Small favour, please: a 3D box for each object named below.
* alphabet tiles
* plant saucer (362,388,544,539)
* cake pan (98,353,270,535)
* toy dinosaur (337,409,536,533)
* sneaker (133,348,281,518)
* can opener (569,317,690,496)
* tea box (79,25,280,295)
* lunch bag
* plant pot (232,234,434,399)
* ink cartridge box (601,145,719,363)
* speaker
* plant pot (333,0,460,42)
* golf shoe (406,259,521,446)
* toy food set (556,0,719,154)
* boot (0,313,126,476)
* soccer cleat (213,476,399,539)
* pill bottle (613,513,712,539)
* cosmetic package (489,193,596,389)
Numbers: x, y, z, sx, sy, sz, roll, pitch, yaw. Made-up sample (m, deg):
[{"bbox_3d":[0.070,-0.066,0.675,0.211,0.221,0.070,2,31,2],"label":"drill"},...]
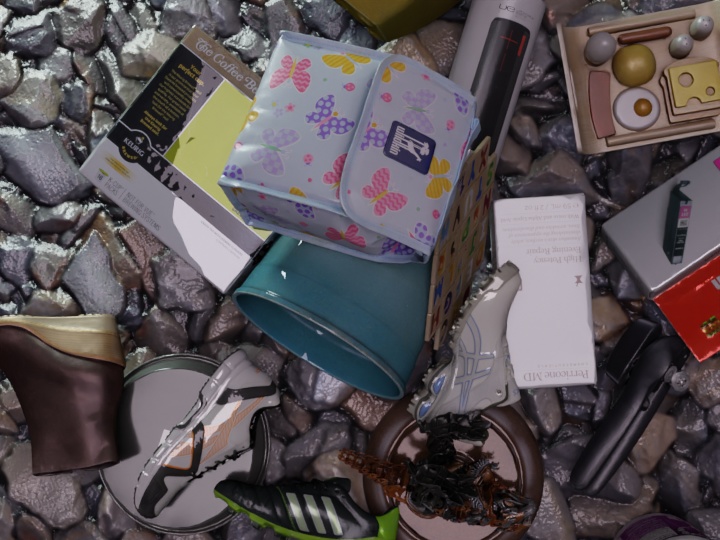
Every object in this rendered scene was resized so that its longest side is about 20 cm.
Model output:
[{"bbox_3d":[0.103,-0.026,1.042,0.006,0.167,0.201,16,125,19],"label":"alphabet tiles"},{"bbox_3d":[0.100,0.225,1.118,0.199,0.032,0.202,0,86,4],"label":"plant saucer"},{"bbox_3d":[-0.199,0.192,1.132,0.199,0.037,0.202,0,87,3],"label":"cake pan"},{"bbox_3d":[0.080,0.219,1.044,0.198,0.136,0.103,-2,53,-10],"label":"toy dinosaur"},{"bbox_3d":[-0.159,0.182,1.075,0.080,0.074,0.200,37,90,3],"label":"sneaker"},{"bbox_3d":[0.288,0.153,1.104,0.063,0.079,0.201,25,92,-35],"label":"can opener"},{"bbox_3d":[-0.148,-0.110,1.096,0.200,0.134,0.197,40,90,4],"label":"tea box"},{"bbox_3d":[-0.004,-0.110,0.945,0.199,0.127,0.171,18,74,13],"label":"lunch bag"},{"bbox_3d":[0.000,0.000,1.063,0.199,0.200,0.189,29,74,4],"label":"plant pot"},{"bbox_3d":[0.385,-0.030,1.086,0.199,0.044,0.174,-34,68,1],"label":"ink cartridge box"},{"bbox_3d":[0.134,-0.203,1.113,0.081,0.081,0.201,18,88,4],"label":"speaker"},{"bbox_3d":[0.038,-0.357,1.075,0.194,0.195,0.200,39,96,4],"label":"plant pot"},{"bbox_3d":[0.131,0.088,1.052,0.097,0.078,0.201,31,115,16],"label":"golf shoe"},{"bbox_3d":[0.319,-0.213,1.112,0.199,0.060,0.145,-10,86,3],"label":"toy food set"},{"bbox_3d":[-0.350,0.135,1.105,0.198,0.072,0.168,-5,72,7],"label":"boot"},{"bbox_3d":[-0.055,0.249,1.089,0.199,0.068,0.082,21,73,-1],"label":"soccer cleat"},{"bbox_3d":[0.315,0.311,1.015,0.111,0.200,0.113,0,87,3],"label":"pill bottle"},{"bbox_3d":[0.193,0.024,1.101,0.101,0.074,0.202,-4,86,3],"label":"cosmetic package"}]
